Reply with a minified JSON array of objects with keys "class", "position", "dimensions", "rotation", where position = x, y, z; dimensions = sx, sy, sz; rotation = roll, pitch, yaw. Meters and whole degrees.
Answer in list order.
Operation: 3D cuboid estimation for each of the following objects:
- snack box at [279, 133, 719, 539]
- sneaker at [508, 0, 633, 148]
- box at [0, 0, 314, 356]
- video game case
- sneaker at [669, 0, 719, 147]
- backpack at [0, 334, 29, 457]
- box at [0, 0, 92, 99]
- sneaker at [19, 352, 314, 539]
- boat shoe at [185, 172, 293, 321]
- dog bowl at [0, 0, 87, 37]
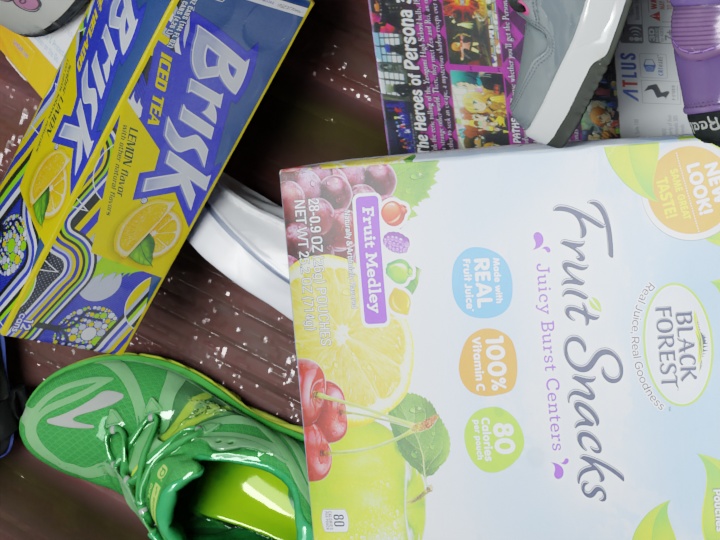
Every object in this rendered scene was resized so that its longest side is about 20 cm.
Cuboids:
[{"class":"snack box","position":[0.074,0.030,0.954],"dimensions":[0.200,0.068,0.169],"rotation":[-4,95,19]},{"class":"sneaker","position":[0.056,-0.150,0.867],"dimensions":[0.121,0.084,0.200],"rotation":[17,119,4]},{"class":"box","position":[-0.103,-0.061,1.021],"dimensions":[0.200,0.070,0.064],"rotation":[-60,40,21]},{"class":"video game case","position":[0.089,-0.133,0.945],"dimensions":[0.181,0.036,0.200],"rotation":[4,124,20]},{"class":"sneaker","position":[0.218,-0.091,0.883],"dimensions":[0.200,0.076,0.088],"rotation":[-8,98,-7]},{"class":"backpack","position":[-0.297,0.035,1.158],"dimensions":[0.200,0.147,0.183],"rotation":[-13,88,33]},{"class":"box","position":[-0.117,-0.182,1.061],"dimensions":[0.119,0.041,0.200],"rotation":[46,118,50]},{"class":"sneaker","position":[-0.086,0.092,1.094],"dimensions":[0.200,0.084,0.074],"rotation":[16,105,25]},{"class":"boat shoe","position":[0.000,0.000,1.050],"dimensions":[0.200,0.074,0.065],"rotation":[34,102,11]},{"class":"dog bowl","position":[-0.165,-0.212,1.035],"dimensions":[0.200,0.074,0.200],"rotation":[-25,60,54]}]
